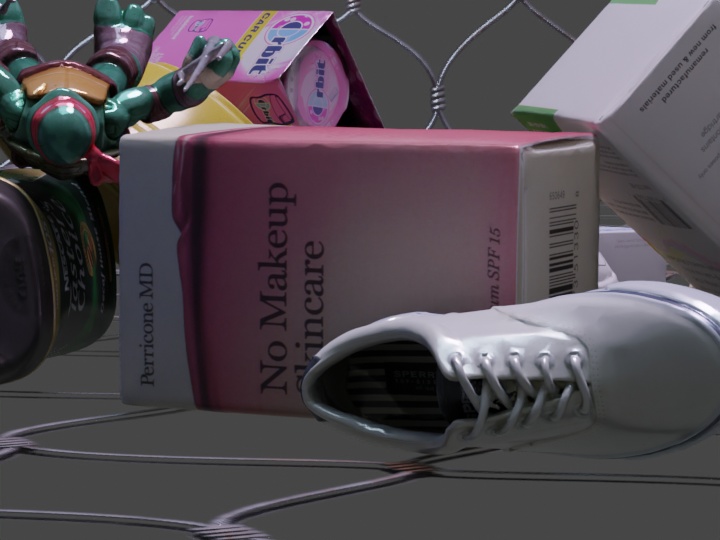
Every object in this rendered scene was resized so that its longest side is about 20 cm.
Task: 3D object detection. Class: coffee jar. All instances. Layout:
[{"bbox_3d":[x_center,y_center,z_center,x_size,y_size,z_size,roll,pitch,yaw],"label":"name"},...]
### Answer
[{"bbox_3d":[-0.181,0.001,1.480,0.085,0.105,0.200,-7,4,8],"label":"coffee jar"}]

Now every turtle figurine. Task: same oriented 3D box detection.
[{"bbox_3d":[-0.145,-0.095,1.462,0.149,0.101,0.200,18,10,-12],"label":"turtle figurine"}]

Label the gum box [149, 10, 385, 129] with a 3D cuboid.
[{"bbox_3d":[-0.040,-0.053,1.726,0.113,0.201,0.066,4,44,36],"label":"gum box"}]

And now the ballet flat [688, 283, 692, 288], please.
[{"bbox_3d":[0.289,0.010,1.720,0.199,0.057,0.066,2,4,19],"label":"ballet flat"}]

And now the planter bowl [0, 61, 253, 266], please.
[{"bbox_3d":[-0.104,-0.055,1.625,0.200,0.084,0.200,37,-13,10],"label":"planter bowl"}]

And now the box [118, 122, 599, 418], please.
[{"bbox_3d":[0.000,0.000,1.349,0.199,0.129,0.109,2,6,24],"label":"box"}]

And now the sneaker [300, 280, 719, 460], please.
[{"bbox_3d":[0.065,0.048,1.192,0.199,0.073,0.071,-8,8,37],"label":"sneaker"}]

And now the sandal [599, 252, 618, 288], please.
[{"bbox_3d":[0.083,-0.007,1.584,0.079,0.060,0.207,-2,5,21],"label":"sandal"}]

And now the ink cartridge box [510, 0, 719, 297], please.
[{"bbox_3d":[0.187,-0.037,1.434,0.200,0.088,0.145,44,-6,-13],"label":"ink cartridge box"}]

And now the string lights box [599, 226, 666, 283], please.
[{"bbox_3d":[0.077,0.000,1.817,0.199,0.059,0.103,4,4,39],"label":"string lights box"}]
